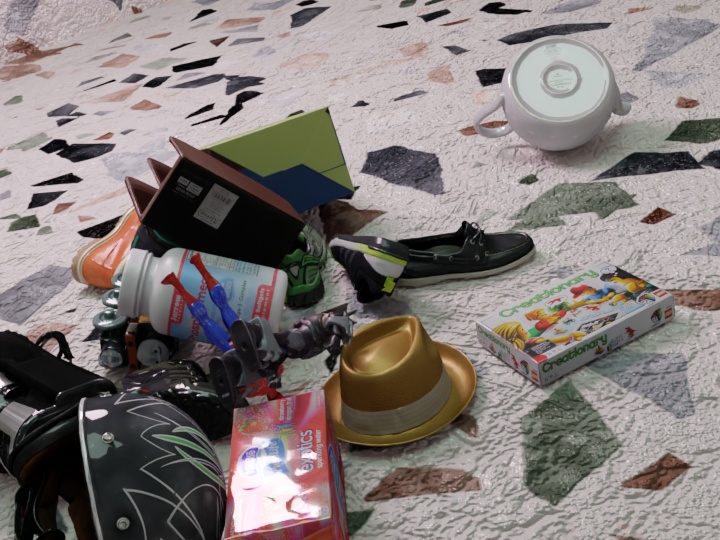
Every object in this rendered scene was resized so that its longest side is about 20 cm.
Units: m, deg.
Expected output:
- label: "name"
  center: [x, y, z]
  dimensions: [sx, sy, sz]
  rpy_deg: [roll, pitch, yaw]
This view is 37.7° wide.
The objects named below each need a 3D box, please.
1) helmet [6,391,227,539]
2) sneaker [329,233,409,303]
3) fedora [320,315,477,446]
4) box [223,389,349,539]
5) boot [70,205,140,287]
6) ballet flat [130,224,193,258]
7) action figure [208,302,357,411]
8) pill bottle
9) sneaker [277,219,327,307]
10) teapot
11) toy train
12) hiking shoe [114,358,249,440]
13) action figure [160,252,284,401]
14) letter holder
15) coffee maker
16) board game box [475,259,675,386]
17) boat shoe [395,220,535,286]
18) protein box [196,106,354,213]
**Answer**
- label: "helmet"
  center: [-0.212, 0.207, 0.945]
  dimensions: [0.189, 0.201, 0.201]
  rpy_deg: [-32, 23, 15]
- label: "sneaker"
  center: [0.000, 0.000, 1.403]
  dimensions: [0.071, 0.084, 0.200]
  rpy_deg: [16, -5, -18]
- label: "fedora"
  center: [0.033, 0.110, 1.168]
  dimensions: [0.197, 0.083, 0.201]
  rpy_deg: [-9, 27, 5]
- label: "box"
  center: [-0.069, 0.214, 1.001]
  dimensions: [0.101, 0.096, 0.201]
  rpy_deg: [-12, 27, 3]
- label: "boot"
  center: [-0.338, -0.037, 1.622]
  dimensions: [0.106, 0.076, 0.200]
  rpy_deg: [12, 44, 33]
- label: "ballet flat"
  center: [-0.223, -0.011, 1.404]
  dimensions: [0.199, 0.074, 0.073]
  rpy_deg: [24, -3, -44]
- label: "action figure"
  center: [-0.077, 0.084, 1.126]
  dimensions: [0.130, 0.070, 0.199]
  rpy_deg: [-40, -15, 30]
- label: "pill bottle"
  center: [-0.194, 0.034, 1.309]
  dimensions: [0.196, 0.110, 0.109]
  rpy_deg: [11, 27, -5]
- label: "sneaker"
  center: [-0.087, -0.032, 1.486]
  dimensions: [0.077, 0.086, 0.201]
  rpy_deg: [-12, 27, -2]
- label: "teapot"
  center: [0.314, -0.268, 1.711]
  dimensions: [0.199, 0.147, 0.198]
  rpy_deg: [33, 73, 18]
- label: "toy train"
  center: [-0.284, 0.062, 1.400]
  dimensions: [0.112, 0.087, 0.201]
  rpy_deg: [0, 28, 1]
- label: "hiking shoe"
  center: [-0.203, 0.136, 1.225]
  dimensions: [0.197, 0.077, 0.101]
  rpy_deg: [3, 34, 29]
- label: "action figure"
  center: [-0.153, 0.083, 1.230]
  dimensions: [0.065, 0.201, 0.099]
  rpy_deg: [-36, 0, -20]
- label: "letter holder"
  center: [-0.194, -0.092, 1.385]
  dimensions: [0.101, 0.199, 0.142]
  rpy_deg: [-54, 35, 12]
- label: "coffee maker"
  center: [-0.361, 0.144, 1.195]
  dimensions: [0.198, 0.136, 0.192]
  rpy_deg: [18, 50, 36]
- label: "board game box"
  center: [0.250, 0.057, 1.232]
  dimensions: [0.198, 0.035, 0.126]
  rpy_deg: [-24, 29, -21]
- label: "boat shoe"
  center: [0.136, -0.033, 1.415]
  dimensions: [0.196, 0.067, 0.075]
  rpy_deg: [-9, 27, 6]
- label: "protein box"
  center: [-0.144, -0.150, 1.618]
  dimensions: [0.196, 0.137, 0.200]
  rpy_deg: [-21, 10, -18]
